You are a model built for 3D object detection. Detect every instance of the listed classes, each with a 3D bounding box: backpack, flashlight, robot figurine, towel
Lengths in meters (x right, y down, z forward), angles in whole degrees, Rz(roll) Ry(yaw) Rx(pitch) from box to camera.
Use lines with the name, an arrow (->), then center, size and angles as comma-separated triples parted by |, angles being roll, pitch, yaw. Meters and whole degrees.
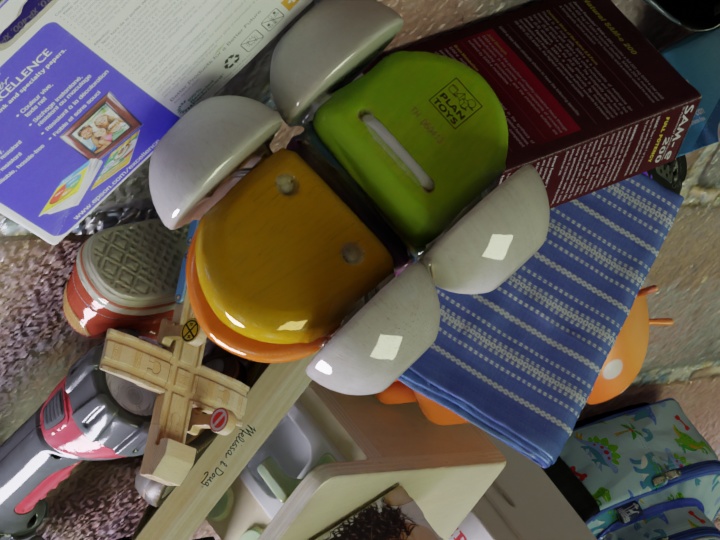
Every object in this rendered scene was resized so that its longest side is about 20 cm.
backpack -> 0.197, 0.205, 2.214 | 0.199, 0.147, 0.183 | -20, 149, -38
flashlight -> -0.173, 0.107, 1.638 | 0.068, 0.068, 0.200 | -43, 180, -45
robot figurine -> 0.098, 0.036, 1.819 | 0.199, 0.117, 0.145 | -8, 117, 11
towel -> 0.099, 0.002, 1.723 | 0.201, 0.144, 0.024 | -62, -169, -18

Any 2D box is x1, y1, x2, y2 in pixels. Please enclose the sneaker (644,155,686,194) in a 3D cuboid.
sneaker -> 0.170, -0.066, 1.869 | 0.099, 0.070, 0.200 | -39, 158, -15

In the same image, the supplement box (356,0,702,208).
supplement box -> 0.090, -0.091, 1.675 | 0.199, 0.109, 0.061 | -21, 147, -31

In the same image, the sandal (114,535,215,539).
sandal -> -0.141, 0.185, 1.841 | 0.076, 0.043, 0.200 | -29, 171, 6

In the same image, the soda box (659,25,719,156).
soda box -> 0.244, -0.126, 1.758 | 0.064, 0.068, 0.200 | -29, -177, -20

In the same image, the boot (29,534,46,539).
boot -> -0.251, 0.211, 1.761 | 0.095, 0.074, 0.200 | -32, 155, 18

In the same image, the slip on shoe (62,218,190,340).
slip on shoe -> -0.089, 0.004, 1.642 | 0.199, 0.074, 0.061 | -7, 153, -42

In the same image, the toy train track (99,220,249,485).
toy train track -> -0.083, 0.018, 1.565 | 0.114, 0.032, 0.201 | 25, 70, -46

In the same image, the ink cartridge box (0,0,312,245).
ink cartridge box -> -0.136, -0.118, 1.420 | 0.198, 0.043, 0.200 | -43, 155, 5

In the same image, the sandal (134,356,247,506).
sandal -> -0.114, 0.087, 1.691 | 0.082, 0.054, 0.200 | -53, -177, 13

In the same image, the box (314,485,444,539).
box -> -0.035, 0.221, 1.781 | 0.199, 0.075, 0.050 | -33, 154, -17

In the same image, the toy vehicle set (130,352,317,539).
toy vehicle set -> -0.071, 0.088, 1.758 | 0.200, 0.026, 0.124 | -52, -174, 24

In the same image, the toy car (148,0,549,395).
toy car -> -0.010, -0.031, 1.520 | 0.200, 0.175, 0.150 | -42, 175, -19

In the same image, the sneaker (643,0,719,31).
sneaker -> 0.208, -0.177, 1.720 | 0.075, 0.085, 0.200 | -50, 151, 20

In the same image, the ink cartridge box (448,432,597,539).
ink cartridge box -> 0.049, 0.225, 2.054 | 0.200, 0.147, 0.144 | -51, 151, 21

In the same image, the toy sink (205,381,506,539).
toy sink -> -0.026, 0.137, 1.868 | 0.199, 0.112, 0.131 | -1, 133, -52
